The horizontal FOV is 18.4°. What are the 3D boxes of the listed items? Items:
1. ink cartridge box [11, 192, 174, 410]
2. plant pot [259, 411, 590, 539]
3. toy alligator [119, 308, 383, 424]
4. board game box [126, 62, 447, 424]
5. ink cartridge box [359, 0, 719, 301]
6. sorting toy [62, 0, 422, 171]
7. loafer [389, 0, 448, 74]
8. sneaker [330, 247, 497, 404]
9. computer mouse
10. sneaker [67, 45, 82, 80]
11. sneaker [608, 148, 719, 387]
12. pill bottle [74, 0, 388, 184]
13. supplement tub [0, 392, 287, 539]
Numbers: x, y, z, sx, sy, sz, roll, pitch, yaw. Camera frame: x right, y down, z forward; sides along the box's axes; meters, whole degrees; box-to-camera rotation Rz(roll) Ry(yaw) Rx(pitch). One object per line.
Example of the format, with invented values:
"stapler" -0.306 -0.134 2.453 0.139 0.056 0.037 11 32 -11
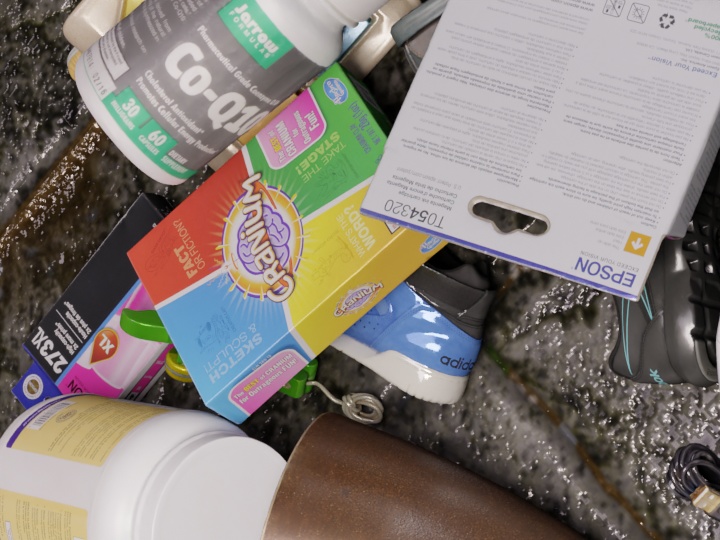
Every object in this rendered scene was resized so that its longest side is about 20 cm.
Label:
"ink cartridge box" -0.184 0.048 1.638 0.095 0.037 0.200 47 109 25
"plant pot" 0.054 0.202 1.412 0.200 0.187 0.187 12 90 15
"toy alligator" -0.070 0.057 1.557 0.200 0.054 0.059 19 125 9
"board game box" -0.048 -0.019 1.472 0.200 0.040 0.153 -42 50 11
"ink cartridge box" 0.124 -0.093 1.375 0.196 0.043 0.200 19 80 25
"sorting toy" -0.085 -0.175 1.554 0.185 0.036 0.200 41 110 -7
"loafer" 0.113 -0.183 1.480 0.200 0.072 0.063 -28 89 31
"sneaker" 0.001 0.000 1.507 0.200 0.077 0.111 27 104 26
"computer mouse" 0.245 0.062 1.361 0.044 0.110 0.200 -4 68 57
"sneaker" -0.135 -0.210 1.627 0.200 0.076 0.088 -33 58 16
"sneaker" 0.189 -0.024 1.404 0.079 0.075 0.201 -9 73 41
"pill bottle" -0.084 -0.158 1.485 0.200 0.113 0.113 -38 67 14
"supplement tub" -0.146 0.161 1.484 0.200 0.145 0.146 5 86 50
